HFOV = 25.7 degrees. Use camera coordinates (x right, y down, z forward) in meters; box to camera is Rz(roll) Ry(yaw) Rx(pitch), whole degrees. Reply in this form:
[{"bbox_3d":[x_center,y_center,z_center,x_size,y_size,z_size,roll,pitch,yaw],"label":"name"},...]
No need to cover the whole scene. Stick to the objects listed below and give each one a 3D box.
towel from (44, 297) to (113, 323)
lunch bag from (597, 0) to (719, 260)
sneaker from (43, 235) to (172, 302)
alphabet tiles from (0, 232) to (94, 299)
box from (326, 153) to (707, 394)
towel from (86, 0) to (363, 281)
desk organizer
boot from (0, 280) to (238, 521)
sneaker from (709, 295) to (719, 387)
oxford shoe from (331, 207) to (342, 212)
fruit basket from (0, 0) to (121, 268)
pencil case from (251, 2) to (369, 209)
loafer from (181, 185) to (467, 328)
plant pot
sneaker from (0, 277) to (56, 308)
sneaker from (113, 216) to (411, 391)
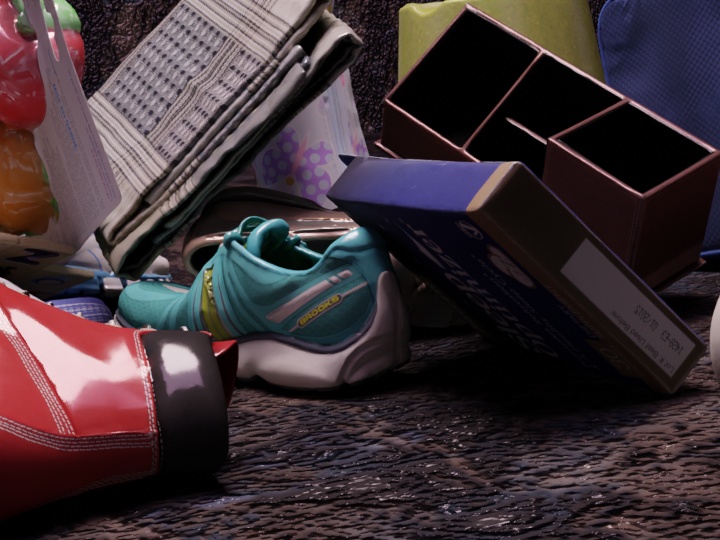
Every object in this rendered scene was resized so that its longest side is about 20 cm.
[{"bbox_3d":[-0.214,0.047,0.919,0.145,0.024,0.200,-7,10,-11],"label":"towel"},{"bbox_3d":[0.245,-0.109,0.985,0.132,0.200,0.136,-9,3,-37],"label":"lunch bag"},{"bbox_3d":[-0.204,-0.019,1.056,0.075,0.087,0.200,-12,-9,36],"label":"sneaker"},{"bbox_3d":[-0.246,0.005,0.830,0.166,0.006,0.200,10,-20,-41],"label":"alphabet tiles"},{"bbox_3d":[0.058,-0.004,0.724,0.032,0.121,0.200,-52,20,-9],"label":"box"},{"bbox_3d":[-0.102,-0.103,0.924,0.193,0.035,0.200,-45,33,1],"label":"towel"},{"bbox_3d":[0.101,-0.068,0.887,0.072,0.077,0.200,-28,48,-32],"label":"desk organizer"},{"bbox_3d":[-0.133,0.030,0.651,0.144,0.072,0.200,-9,33,-26],"label":"boot"},{"bbox_3d":[0.221,0.014,0.570,0.200,0.075,0.084,-11,4,-28],"label":"sneaker"},{"bbox_3d":[0.052,-0.009,0.952,0.200,0.073,0.084,-5,-7,-14],"label":"oxford shoe"},{"bbox_3d":[-0.175,-0.094,0.834,0.094,0.185,0.200,-16,-9,-32],"label":"fruit basket"},{"bbox_3d":[-0.034,-0.080,1.028,0.083,0.200,0.091,-16,1,-22],"label":"pencil case"},{"bbox_3d":[0.000,0.000,0.862,0.200,0.072,0.063,8,25,12],"label":"loafer"},{"bbox_3d":[0.102,-0.102,1.107,0.200,0.184,0.200,-6,8,1],"label":"plant pot"},{"bbox_3d":[-0.183,0.029,0.769,0.200,0.078,0.099,11,13,38],"label":"sneaker"},{"bbox_3d":[-0.051,0.012,0.798,0.200,0.080,0.077,-1,10,44],"label":"sneaker"}]
